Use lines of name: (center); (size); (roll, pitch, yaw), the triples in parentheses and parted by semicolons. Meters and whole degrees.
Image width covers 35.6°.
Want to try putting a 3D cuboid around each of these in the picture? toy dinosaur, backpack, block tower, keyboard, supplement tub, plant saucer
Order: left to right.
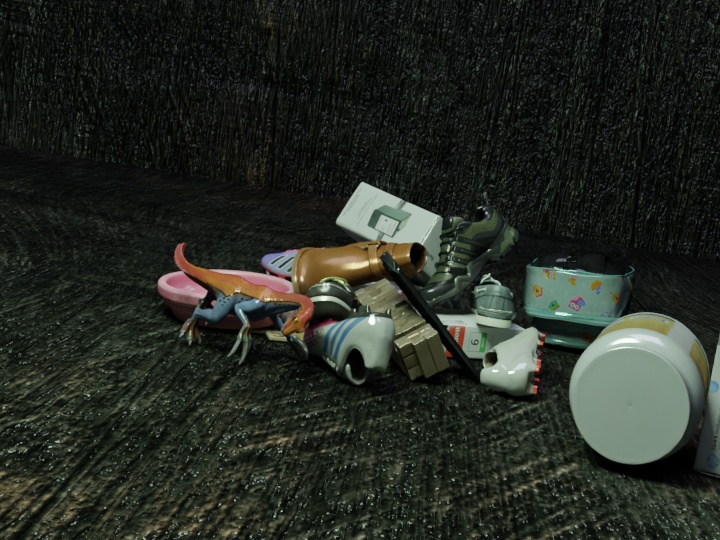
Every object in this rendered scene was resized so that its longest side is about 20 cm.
plant saucer: (-0.188, 0.041, 1.582); (0.197, 0.052, 0.201); (5, 10, -1)
toy dinosaur: (-0.143, 0.042, 1.379); (0.180, 0.202, 0.105); (-22, 8, 33)
block tower: (0.049, 0.074, 1.482); (0.053, 0.058, 0.200); (-25, 26, -10)
keyboard: (0.087, 0.056, 1.483); (0.020, 0.201, 0.127); (-36, 18, 3)
backpack: (0.340, 0.045, 1.773); (0.173, 0.156, 0.200); (9, -1, 16)
supplement tub: (0.310, 0.130, 1.244); (0.142, 0.147, 0.200); (12, 9, 19)

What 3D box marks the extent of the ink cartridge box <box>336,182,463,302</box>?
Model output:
ink cartridge box: (0.079, -0.045, 1.771); (0.199, 0.085, 0.146); (28, -8, 47)

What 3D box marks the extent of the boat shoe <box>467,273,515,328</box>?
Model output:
boat shoe: (0.197, 0.038, 1.645); (0.072, 0.063, 0.200); (8, 8, 4)

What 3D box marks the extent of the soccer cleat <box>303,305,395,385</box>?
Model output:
soccer cleat: (-0.022, 0.101, 1.382); (0.069, 0.088, 0.199); (11, -16, -24)

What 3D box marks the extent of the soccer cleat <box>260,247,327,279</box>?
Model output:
soccer cleat: (-0.086, -0.012, 1.962); (0.198, 0.078, 0.066); (14, 11, 30)

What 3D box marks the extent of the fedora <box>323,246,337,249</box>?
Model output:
fedora: (-0.028, 0.013, 1.802); (0.197, 0.093, 0.201); (8, 9, -1)

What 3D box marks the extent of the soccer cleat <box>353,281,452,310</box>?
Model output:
soccer cleat: (0.045, 0.045, 1.690); (0.197, 0.071, 0.077); (8, -13, -20)

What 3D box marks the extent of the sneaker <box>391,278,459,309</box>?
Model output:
sneaker: (0.096, 0.024, 1.854); (0.078, 0.097, 0.199); (2, 11, -32)

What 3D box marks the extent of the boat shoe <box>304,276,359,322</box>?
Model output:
boat shoe: (-0.039, 0.042, 1.458); (0.070, 0.062, 0.201); (3, -15, 5)

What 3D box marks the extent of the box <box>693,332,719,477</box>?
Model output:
box: (0.421, 0.115, 1.261); (0.041, 0.204, 0.155); (10, 9, 22)

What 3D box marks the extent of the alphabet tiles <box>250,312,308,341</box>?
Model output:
alphabet tiles: (-0.103, 0.077, 1.617); (0.164, 0.006, 0.200); (7, 10, -17)

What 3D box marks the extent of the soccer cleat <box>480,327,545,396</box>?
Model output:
soccer cleat: (0.203, 0.116, 1.489); (0.076, 0.071, 0.200); (7, 11, 11)

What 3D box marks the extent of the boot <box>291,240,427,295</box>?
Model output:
boot: (0.000, 0.000, 1.577); (0.153, 0.078, 0.199); (-4, 4, 24)

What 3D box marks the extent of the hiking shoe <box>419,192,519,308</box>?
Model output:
hiking shoe: (0.139, -0.026, 1.652); (0.199, 0.101, 0.076); (-40, 3, -24)

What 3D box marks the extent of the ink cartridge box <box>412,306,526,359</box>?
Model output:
ink cartridge box: (0.130, 0.091, 1.625); (0.197, 0.051, 0.109); (4, 11, -24)
